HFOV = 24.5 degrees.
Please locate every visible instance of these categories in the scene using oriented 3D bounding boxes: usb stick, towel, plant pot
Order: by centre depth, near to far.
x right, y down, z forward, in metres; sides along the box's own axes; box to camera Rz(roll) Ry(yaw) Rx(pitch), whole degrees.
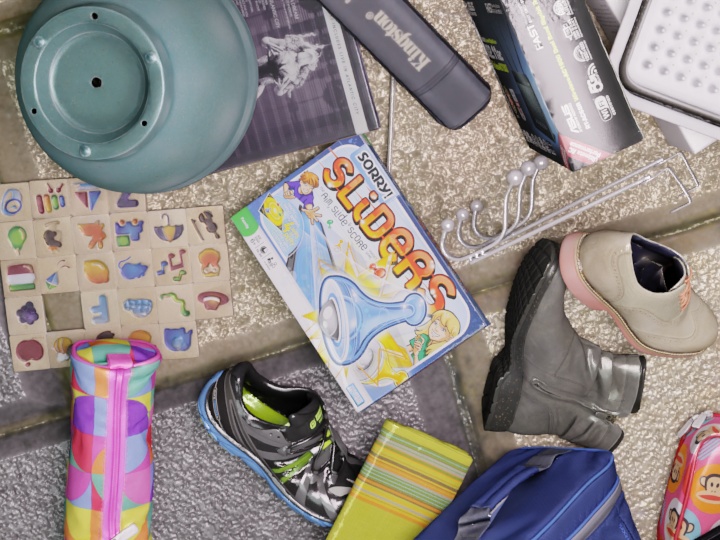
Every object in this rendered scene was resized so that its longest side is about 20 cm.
[{"bbox_3d":[-0.195,-0.153,1.336,0.199,0.134,0.201,2,100,11],"label":"plant pot"},{"bbox_3d":[0.033,-0.190,1.365,0.055,0.033,0.200,-36,124,20],"label":"usb stick"},{"bbox_3d":[0.015,0.229,1.436,0.086,0.018,0.201,26,98,-14],"label":"towel"}]

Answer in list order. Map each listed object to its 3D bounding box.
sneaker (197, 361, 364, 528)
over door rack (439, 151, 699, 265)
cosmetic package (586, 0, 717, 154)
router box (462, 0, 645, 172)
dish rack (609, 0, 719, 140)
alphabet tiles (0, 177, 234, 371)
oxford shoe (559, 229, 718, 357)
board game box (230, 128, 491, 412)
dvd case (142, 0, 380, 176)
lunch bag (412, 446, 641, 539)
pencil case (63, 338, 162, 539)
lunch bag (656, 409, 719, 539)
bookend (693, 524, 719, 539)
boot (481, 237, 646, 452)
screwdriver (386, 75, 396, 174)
[{"bbox_3d":[-0.049,0.153,1.440,0.199,0.071,0.083,38,131,-6],"label":"sneaker"},{"bbox_3d":[0.170,-0.064,1.352,0.199,0.148,0.067,-15,95,17],"label":"over door rack"},{"bbox_3d":[0.262,-0.210,1.376,0.107,0.085,0.200,-33,99,2],"label":"cosmetic package"},{"bbox_3d":[0.148,-0.167,1.321,0.062,0.200,0.150,-24,100,-1],"label":"router box"},{"bbox_3d":[0.294,-0.207,1.314,0.171,0.044,0.201,19,96,-9],"label":"dish rack"},{"bbox_3d":[-0.214,-0.001,1.450,0.199,0.008,0.168,-5,101,0],"label":"alphabet tiles"},{"bbox_3d":[0.251,0.023,1.387,0.200,0.074,0.071,26,62,-41],"label":"oxford shoe"},{"bbox_3d":[0.000,0.000,1.409,0.135,0.034,0.200,-35,84,10],"label":"board game box"},{"bbox_3d":[-0.096,-0.166,1.393,0.199,0.016,0.149,-14,96,13],"label":"dvd case"},{"bbox_3d":[0.137,0.235,1.398,0.136,0.200,0.133,-8,110,43],"label":"lunch bag"},{"bbox_3d":[-0.215,0.159,1.439,0.088,0.088,0.201,2,103,-1],"label":"pencil case"},{"bbox_3d":[0.371,0.203,1.461,0.199,0.082,0.177,11,100,-3],"label":"lunch bag"},{"bbox_3d":[0.346,0.211,1.367,0.092,0.200,0.199,39,141,-4],"label":"bookend"},{"bbox_3d":[0.187,0.067,1.431,0.130,0.068,0.201,10,121,-6],"label":"boot"},{"bbox_3d":[0.028,-0.079,1.432,0.029,0.028,0.201,5,96,-19],"label":"screwdriver"}]
